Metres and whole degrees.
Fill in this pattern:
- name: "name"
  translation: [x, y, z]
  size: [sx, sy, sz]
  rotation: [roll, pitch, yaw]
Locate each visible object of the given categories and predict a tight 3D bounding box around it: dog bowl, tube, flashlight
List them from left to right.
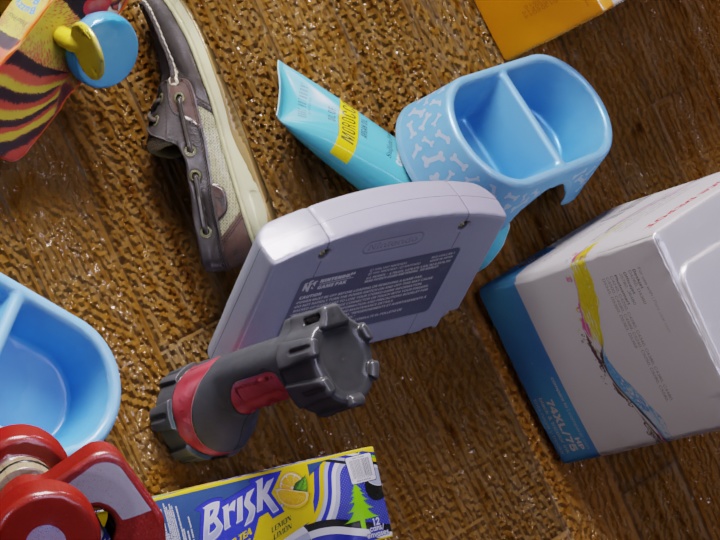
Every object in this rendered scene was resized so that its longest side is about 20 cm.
- name: "dog bowl"
  translation: [-0.235, 0.054, 1.437]
  size: [0.199, 0.049, 0.112]
  rotation: [32, 63, -23]
- name: "flashlight"
  translation: [-0.060, 0.077, 1.467]
  size: [0.068, 0.200, 0.068]
  rotation: [32, 64, -24]
- name: "tube"
  translation: [0.016, -0.072, 1.649]
  size: [0.199, 0.050, 0.078]
  rotation: [35, 21, -21]
- name: "dog bowl"
  translation: [0.110, -0.097, 1.683]
  size: [0.199, 0.050, 0.112]
  rotation: [-21, 76, -49]

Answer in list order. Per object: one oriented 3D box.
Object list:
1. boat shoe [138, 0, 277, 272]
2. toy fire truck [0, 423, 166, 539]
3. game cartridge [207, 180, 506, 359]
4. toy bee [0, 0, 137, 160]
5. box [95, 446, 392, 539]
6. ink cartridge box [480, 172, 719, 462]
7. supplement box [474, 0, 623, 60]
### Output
- name: "boat shoe"
  translation: [-0.112, -0.095, 1.553]
  size: [0.064, 0.073, 0.201]
  rotation: [-22, 76, -3]
- name: "toy fire truck"
  translation: [-0.199, 0.200, 1.377]
  size: [0.199, 0.112, 0.168]
  rotation: [-34, 115, -6]
- name: "game cartridge"
  translation: [0.000, 0.000, 1.571]
  size: [0.199, 0.134, 0.042]
  rotation: [-12, 49, -36]
- name: "toy bee"
  translation: [-0.190, -0.174, 1.485]
  size: [0.201, 0.130, 0.109]
  rotation: [-60, 137, -28]
- name: "box"
  translation: [-0.081, 0.166, 1.510]
  size: [0.199, 0.070, 0.065]
  rotation: [-10, 85, -35]
- name: "ink cartridge box"
  translation: [0.220, 0.029, 1.660]
  size: [0.146, 0.200, 0.147]
  rotation: [-30, 96, -35]
- name: "supplement box"
  translation: [0.194, -0.243, 1.764]
  size: [0.199, 0.126, 0.074]
  rotation: [-31, 95, -36]
